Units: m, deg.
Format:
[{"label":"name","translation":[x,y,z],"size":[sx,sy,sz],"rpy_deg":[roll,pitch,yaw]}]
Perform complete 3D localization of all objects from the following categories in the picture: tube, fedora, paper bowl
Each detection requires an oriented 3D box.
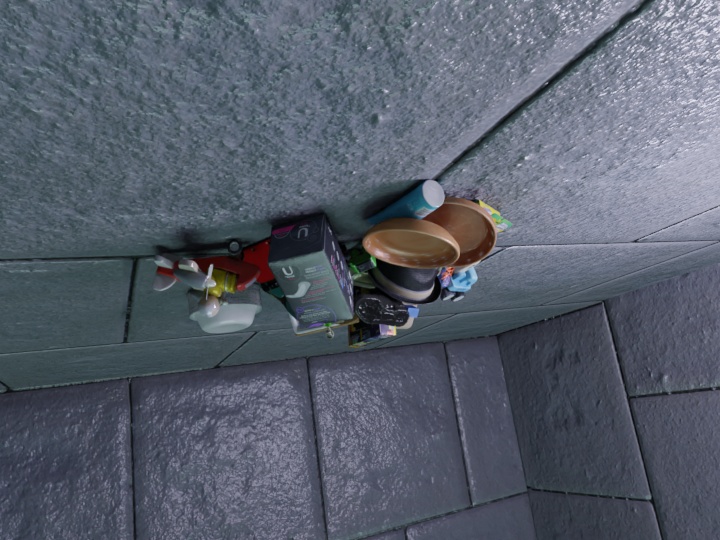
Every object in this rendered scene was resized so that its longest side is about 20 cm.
[{"label":"tube","translation":[0.085,-0.111,1.080],"size":[0.077,0.051,0.199],"rpy_deg":[35,150,-15]},{"label":"fedora","translation":[0.111,-0.014,1.295],"size":[0.195,0.203,0.093],"rpy_deg":[-1,134,-29]},{"label":"paper bowl","translation":[-0.363,0.105,1.508],"size":[0.194,0.108,0.201],"rpy_deg":[-9,165,-3]}]

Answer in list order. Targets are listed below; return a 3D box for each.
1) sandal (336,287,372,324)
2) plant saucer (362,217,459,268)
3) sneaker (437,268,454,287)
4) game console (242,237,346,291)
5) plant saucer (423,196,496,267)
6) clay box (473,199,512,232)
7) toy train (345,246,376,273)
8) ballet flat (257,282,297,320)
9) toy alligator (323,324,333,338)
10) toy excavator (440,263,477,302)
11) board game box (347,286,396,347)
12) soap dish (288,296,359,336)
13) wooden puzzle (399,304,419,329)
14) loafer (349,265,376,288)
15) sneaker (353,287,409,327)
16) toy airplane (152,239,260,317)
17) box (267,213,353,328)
[{"label":"sandal","translation":[0.016,0.072,1.370],"size":[0.195,0.055,0.081],"rpy_deg":[-20,147,-13]},{"label":"plant saucer","translation":[0.101,-0.056,1.110],"size":[0.193,0.039,0.201],"rpy_deg":[9,161,3]},{"label":"sneaker","translation":[0.221,0.001,1.485],"size":[0.074,0.080,0.201],"rpy_deg":[-6,149,-39]},{"label":"game console","translation":[-0.158,-0.040,1.258],"size":[0.196,0.121,0.172],"rpy_deg":[-18,-165,32]},{"label":"plant saucer","translation":[0.182,-0.080,1.153],"size":[0.193,0.033,0.203],"rpy_deg":[8,143,6]},{"label":"clay box","translation":[0.222,-0.097,1.221],"size":[0.196,0.049,0.114],"rpy_deg":[-20,160,32]},{"label":"toy train","translation":[-0.051,0.002,1.277],"size":[0.195,0.057,0.042],"rpy_deg":[-23,130,17]},{"label":"ballet flat","translation":[-0.170,0.061,1.372],"size":[0.069,0.198,0.075],"rpy_deg":[-60,155,13]},{"label":"toy alligator","translation":[-0.091,0.106,1.371],"size":[0.058,0.055,0.205],"rpy_deg":[12,128,20]},{"label":"toy excavator","translation":[0.287,-0.004,1.572],"size":[0.198,0.102,0.192],"rpy_deg":[-34,157,31]},{"label":"board game box","translation":[0.023,0.088,1.489],"size":[0.055,0.207,0.164],"rpy_deg":[6,160,-29]},{"label":"soap dish","translation":[-0.102,0.074,1.473],"size":[0.195,0.162,0.081],"rpy_deg":[-15,-177,23]},{"label":"wooden puzzle","translation":[0.120,0.077,1.569],"size":[0.046,0.206,0.182],"rpy_deg":[26,-167,39]},{"label":"loafer","translation":[0.000,0.000,1.359],"size":[0.193,0.071,0.076],"rpy_deg":[-1,-163,0]},{"label":"sneaker","translation":[0.038,0.077,1.266],"size":[0.196,0.061,0.104],"rpy_deg":[19,-164,-39]},{"label":"toy airplane","translation":[-0.327,0.025,1.142],"size":[0.195,0.146,0.197],"rpy_deg":[-18,164,35]},{"label":"box","translation":[-0.095,0.005,1.123],"size":[0.118,0.108,0.203],"rpy_deg":[-11,135,10]}]
